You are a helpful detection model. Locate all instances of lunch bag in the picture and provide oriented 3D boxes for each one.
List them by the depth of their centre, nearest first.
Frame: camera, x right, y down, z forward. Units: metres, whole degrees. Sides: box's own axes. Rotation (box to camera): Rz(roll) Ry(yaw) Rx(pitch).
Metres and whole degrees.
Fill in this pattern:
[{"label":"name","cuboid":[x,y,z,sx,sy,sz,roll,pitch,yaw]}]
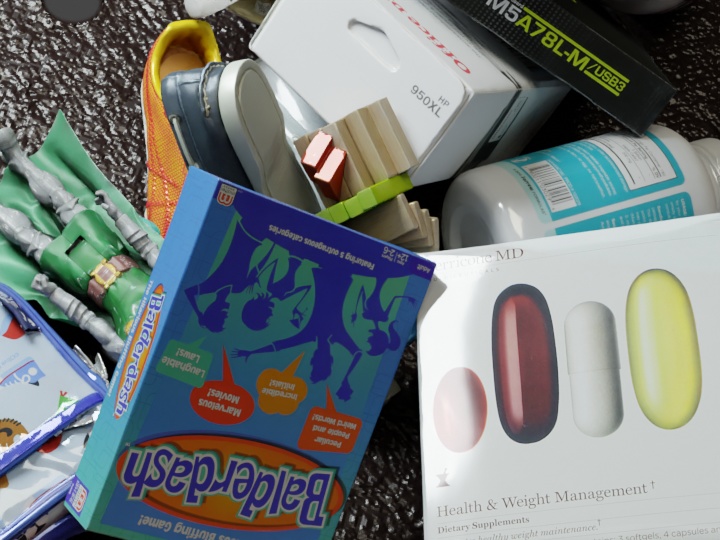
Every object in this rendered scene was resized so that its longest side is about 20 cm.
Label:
[{"label":"lunch bag","cuboid":[-0.232,0.107,0.886,0.199,0.076,0.160,-36,69,-23]}]

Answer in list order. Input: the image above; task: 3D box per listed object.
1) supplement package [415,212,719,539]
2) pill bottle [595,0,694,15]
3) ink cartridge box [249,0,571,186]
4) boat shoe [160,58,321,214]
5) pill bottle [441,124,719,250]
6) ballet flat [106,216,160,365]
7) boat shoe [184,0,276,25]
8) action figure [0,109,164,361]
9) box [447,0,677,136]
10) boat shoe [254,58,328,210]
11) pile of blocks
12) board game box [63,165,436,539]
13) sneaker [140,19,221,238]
[{"label":"supplement package","cuboid":[0.137,0.099,0.905,0.189,0.147,0.202,-8,58,11]},{"label":"pill bottle","cuboid":[0.207,-0.247,1.131,0.119,0.120,0.200,33,16,8]},{"label":"ink cartridge box","cuboid":[0.039,-0.138,1.044,0.145,0.084,0.200,43,23,14]},{"label":"boat shoe","cuboid":[-0.070,-0.038,0.963,0.061,0.201,0.075,-2,43,22]},{"label":"pill bottle","cuboid":[0.162,-0.034,1.051,0.198,0.111,0.112,-15,63,-21]},{"label":"ballet flat","cuboid":[-0.122,0.047,0.963,0.070,0.067,0.202,-5,61,-33]},{"label":"boat shoe","cuboid":[-0.075,-0.209,1.107,0.200,0.070,0.070,-25,106,-59]},{"label":"action figure","cuboid":[-0.161,-0.007,0.928,0.199,0.055,0.118,38,85,24]},{"label":"box","cuboid":[0.113,-0.191,1.082,0.192,0.048,0.200,30,19,-16]},{"label":"boat shoe","cuboid":[-0.025,-0.064,1.059,0.071,0.070,0.202,-29,68,-8]},{"label":"pile of blocks","cuboid":[0.000,0.000,0.949,0.081,0.202,0.062,4,18,31]},{"label":"board game box","cuboid":[-0.060,0.063,0.874,0.151,0.045,0.202,19,93,-31]},{"label":"sneaker","cuboid":[-0.111,-0.072,1.028,0.072,0.077,0.202,-9,70,-19]}]
